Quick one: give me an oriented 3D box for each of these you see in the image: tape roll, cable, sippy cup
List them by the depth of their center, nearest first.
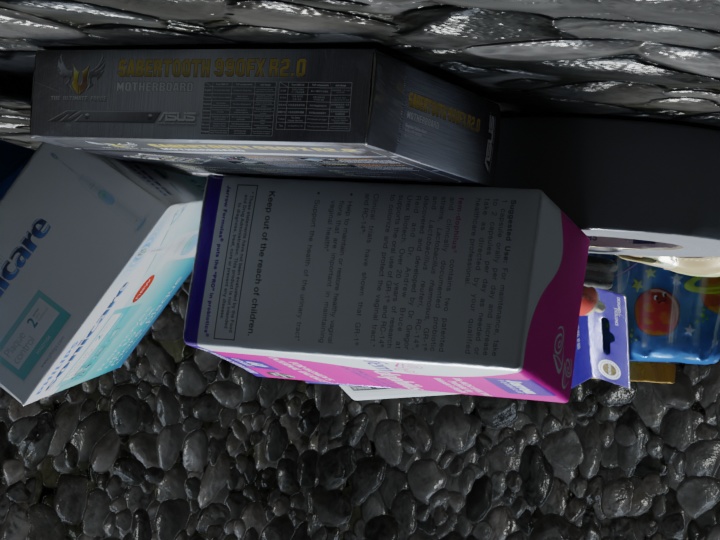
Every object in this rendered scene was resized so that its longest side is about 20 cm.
[{"bbox_3d":[0.148,-0.049,1.191,0.200,0.066,0.200,5,178,0],"label":"tape roll"},{"bbox_3d":[0.092,0.008,1.224,0.097,0.050,0.200,1,177,34],"label":"cable"},{"bbox_3d":[0.233,0.006,1.493,0.139,0.131,0.178,5,178,0],"label":"sippy cup"}]

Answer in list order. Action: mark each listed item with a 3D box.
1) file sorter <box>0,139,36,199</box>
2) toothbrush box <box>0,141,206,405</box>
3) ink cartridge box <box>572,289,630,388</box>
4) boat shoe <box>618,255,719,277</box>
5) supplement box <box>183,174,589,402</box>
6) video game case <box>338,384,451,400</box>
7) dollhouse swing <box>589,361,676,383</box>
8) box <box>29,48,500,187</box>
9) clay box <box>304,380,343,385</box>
[{"bbox_3d":[-0.302,-0.001,1.154,0.139,0.123,0.200,16,-152,10],"label":"file sorter"},{"bbox_3d":[-0.162,-0.011,1.171,0.085,0.146,0.200,38,-173,6],"label":"toothbrush box"},{"bbox_3d":[0.109,0.036,1.479,0.200,0.095,0.037,15,-136,27],"label":"ink cartridge box"},{"bbox_3d":[0.201,-0.036,1.341,0.065,0.072,0.200,5,-177,-35],"label":"boat shoe"},{"bbox_3d":[0.016,0.010,1.084,0.200,0.104,0.101,2,167,23],"label":"supplement box"},{"bbox_3d":[0.002,0.033,1.508,0.182,0.023,0.200,46,151,-23],"label":"video game case"},{"bbox_3d":[0.148,0.015,1.617,0.176,0.182,0.200,-13,167,37],"label":"dollhouse swing"},{"bbox_3d":[-0.048,-0.080,1.019,0.200,0.048,0.158,3,176,27],"label":"box"},{"bbox_3d":[0.000,0.000,1.381,0.115,0.048,0.200,2,134,17],"label":"clay box"}]
